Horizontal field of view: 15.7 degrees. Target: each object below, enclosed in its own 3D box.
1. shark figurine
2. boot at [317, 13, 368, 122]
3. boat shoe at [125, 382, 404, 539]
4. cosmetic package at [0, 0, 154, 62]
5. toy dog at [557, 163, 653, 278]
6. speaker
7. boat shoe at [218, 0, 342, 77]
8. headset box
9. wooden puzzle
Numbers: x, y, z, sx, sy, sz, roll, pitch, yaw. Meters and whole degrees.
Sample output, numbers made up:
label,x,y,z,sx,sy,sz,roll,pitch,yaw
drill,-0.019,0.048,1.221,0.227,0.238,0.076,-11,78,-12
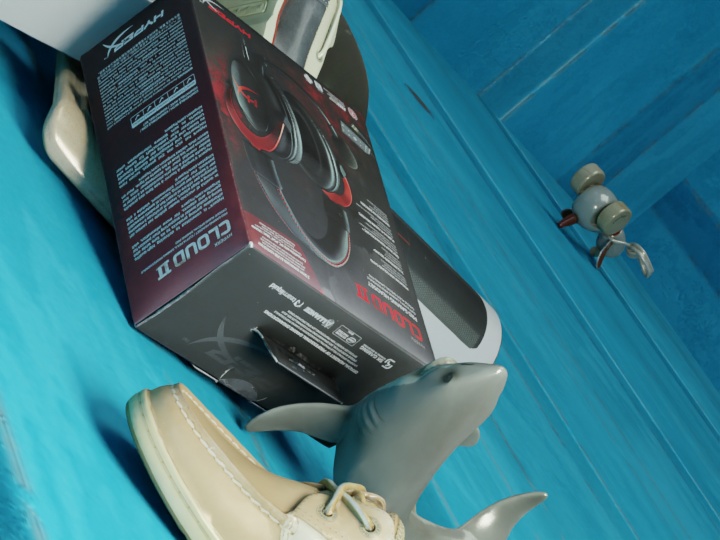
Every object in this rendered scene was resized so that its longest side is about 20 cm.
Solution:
label,x,y,z,sx,sy,sz,roll,pitch,yaw
shark figurine,0.021,0.122,1.231,0.215,0.128,0.090,70,13,-59
boot,-0.033,-0.094,1.714,0.075,0.073,0.201,-137,-149,-58
boat shoe,-0.012,0.112,1.030,0.200,0.064,0.071,49,8,-13
cosmetic package,-0.162,-0.153,1.316,0.200,0.051,0.083,27,22,-34
toy dog,0.328,-0.058,3.696,0.132,0.096,0.200,54,-6,47
speaker,0.000,0.000,1.565,0.200,0.081,0.081,44,10,-40
boat shoe,-0.043,-0.139,1.456,0.063,0.071,0.200,53,43,-37
headset box,-0.048,-0.019,1.254,0.149,0.075,0.200,36,29,-42
wooden puzzle,-0.100,-0.036,1.358,0.185,0.037,0.200,48,13,-17
